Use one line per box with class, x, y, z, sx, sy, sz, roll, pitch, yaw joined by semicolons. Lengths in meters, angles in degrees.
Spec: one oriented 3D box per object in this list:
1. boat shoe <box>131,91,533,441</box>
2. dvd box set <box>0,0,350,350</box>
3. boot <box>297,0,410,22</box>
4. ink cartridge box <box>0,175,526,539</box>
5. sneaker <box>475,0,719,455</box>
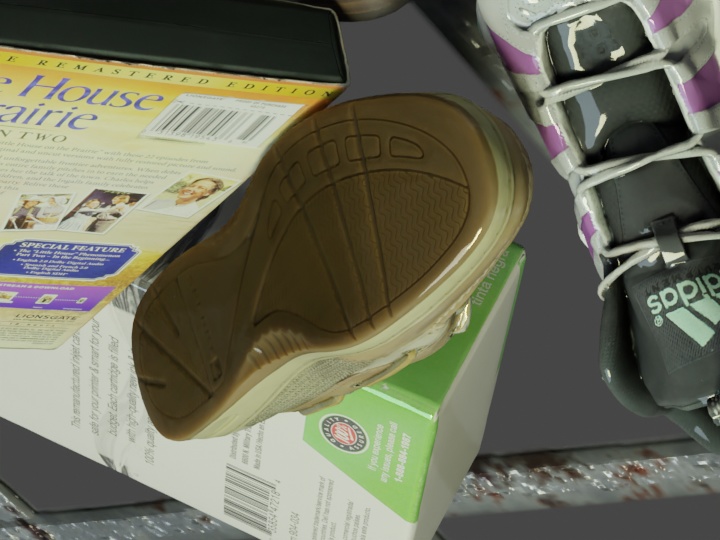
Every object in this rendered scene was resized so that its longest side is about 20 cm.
boat shoe;0.000;0.000;0.875;0.065;0.072;0.200;-3;159;-33
dvd box set;-0.115;-0.030;0.874;0.146;0.029;0.200;3;154;-32
boot;-0.069;-0.138;0.862;0.200;0.070;0.146;-3;130;41
ink cartridge box;-0.053;0.019;1.050;0.200;0.084;0.146;24;148;10
sneaker;0.090;-0.018;0.810;0.078;0.140;0.200;-22;133;20
